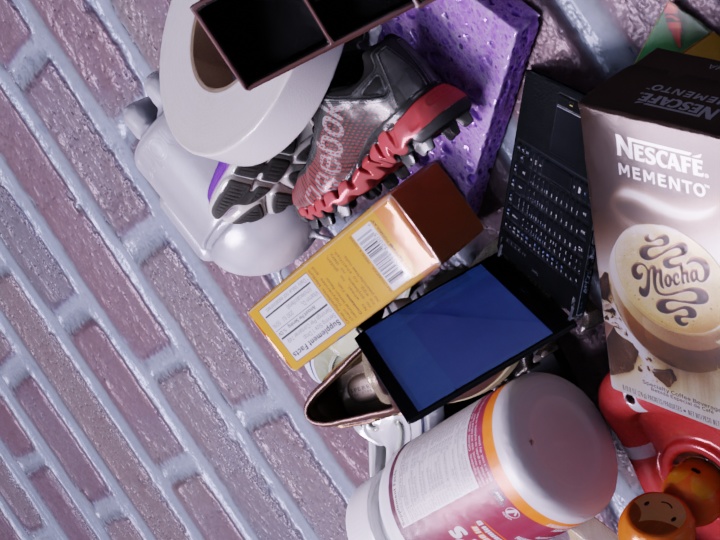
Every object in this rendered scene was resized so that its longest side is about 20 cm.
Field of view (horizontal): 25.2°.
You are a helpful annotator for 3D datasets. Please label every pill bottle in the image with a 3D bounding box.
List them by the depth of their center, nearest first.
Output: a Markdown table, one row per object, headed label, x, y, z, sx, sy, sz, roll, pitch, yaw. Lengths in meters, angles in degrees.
| label | x | y | z | sx | sy | sz | roll | pitch | yaw |
| --- | --- | --- | --- | --- | --- | --- | --- | --- | --- |
| pill bottle | 0.082 | 0.159 | 1.167 | 0.110 | 0.109 | 0.200 | 54 | 134 | 1 |

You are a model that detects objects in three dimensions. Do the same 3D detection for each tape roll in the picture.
| label | x | y | z | sx | sy | sz | roll | pitch | yaw |
| --- | --- | --- | --- | --- | --- | --- | --- | --- | --- |
| tape roll | -0.079 | -0.176 | 1.162 | 0.202 | 0.037 | 0.204 | -20 | 64 | 49 |

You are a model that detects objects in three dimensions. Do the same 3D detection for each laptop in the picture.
| label | x | y | z | sx | sy | sz | roll | pitch | yaw |
| --- | --- | --- | --- | --- | --- | --- | --- | --- | --- |
| laptop | 0.074 | -0.023 | 1.021 | 0.177 | 0.103 | 0.201 | -128 | 45 | -71 |

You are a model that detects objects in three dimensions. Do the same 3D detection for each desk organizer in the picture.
| label | x | y | z | sx | sy | sz | roll | pitch | yaw |
| --- | --- | --- | --- | --- | --- | --- | --- | --- | --- |
| desk organizer | -0.004 | -0.185 | 1.020 | 0.072 | 0.199 | 0.077 | 62 | -170 | -11 |

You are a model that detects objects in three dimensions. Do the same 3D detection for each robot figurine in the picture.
| label | x | y | z | sx | sy | sz | roll | pitch | yaw |
| --- | --- | --- | --- | --- | --- | --- | --- | --- | --- |
| robot figurine | -0.105 | -0.077 | 1.313 | 0.200 | 0.113 | 0.170 | 49 | 135 | 8 |

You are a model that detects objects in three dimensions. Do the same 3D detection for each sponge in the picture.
| label | x | y | z | sx | sy | sz | roll | pitch | yaw |
| --- | --- | --- | --- | --- | --- | --- | --- | --- | --- |
| sponge | 0.056 | -0.130 | 1.143 | 0.111 | 0.030 | 0.201 | 40 | 144 | 21 |

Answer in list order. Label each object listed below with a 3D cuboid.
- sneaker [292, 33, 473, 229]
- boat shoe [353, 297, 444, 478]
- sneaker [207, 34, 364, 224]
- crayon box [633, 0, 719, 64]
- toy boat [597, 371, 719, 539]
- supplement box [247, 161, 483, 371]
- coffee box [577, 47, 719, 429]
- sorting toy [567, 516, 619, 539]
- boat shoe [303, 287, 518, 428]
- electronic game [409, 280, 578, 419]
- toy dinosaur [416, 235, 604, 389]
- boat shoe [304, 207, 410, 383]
| label | x | y | z | sx | sy | sz | roll | pitch | yaw |
| --- | --- | --- | --- | --- | --- | --- | --- | --- | --- |
| sneaker | -0.003 | -0.101 | 1.151 | 0.098 | 0.071 | 0.200 | 53 | 144 | 1 |
| boat shoe | 0.027 | 0.111 | 1.243 | 0.074 | 0.066 | 0.201 | -113 | 11 | -53 |
| sneaker | -0.063 | -0.129 | 1.219 | 0.083 | 0.080 | 0.201 | 40 | 110 | 42 |
| crayon box | 0.226 | -0.052 | 0.980 | 0.200 | 0.051 | 0.127 | 44 | 145 | 17 |
| toy boat | 0.222 | 0.151 | 1.088 | 0.130 | 0.131 | 0.201 | -8 | 112 | 53 |
| supplement box | 0.000 | 0.000 | 1.209 | 0.069 | 0.066 | 0.200 | 54 | 136 | -2 |
| coffee box | 0.200 | -0.015 | 0.926 | 0.113 | 0.080 | 0.201 | 20 | 133 | 42 |
| sorting toy | 0.225 | 0.286 | 1.183 | 0.198 | 0.070 | 0.200 | 38 | 169 | 24 |
| boat shoe | 0.032 | 0.069 | 1.128 | 0.200 | 0.072 | 0.073 | -25 | 87 | 46 |
| electronic game | 0.100 | 0.096 | 1.272 | 0.200 | 0.041 | 0.201 | 30 | 132 | 39 |
| toy dinosaur | 0.108 | 0.016 | 1.139 | 0.200 | 0.077 | 0.103 | -41 | 77 | 44 |
| boat shoe | -0.003 | 0.037 | 1.316 | 0.062 | 0.072 | 0.201 | 55 | 148 | 31 |
